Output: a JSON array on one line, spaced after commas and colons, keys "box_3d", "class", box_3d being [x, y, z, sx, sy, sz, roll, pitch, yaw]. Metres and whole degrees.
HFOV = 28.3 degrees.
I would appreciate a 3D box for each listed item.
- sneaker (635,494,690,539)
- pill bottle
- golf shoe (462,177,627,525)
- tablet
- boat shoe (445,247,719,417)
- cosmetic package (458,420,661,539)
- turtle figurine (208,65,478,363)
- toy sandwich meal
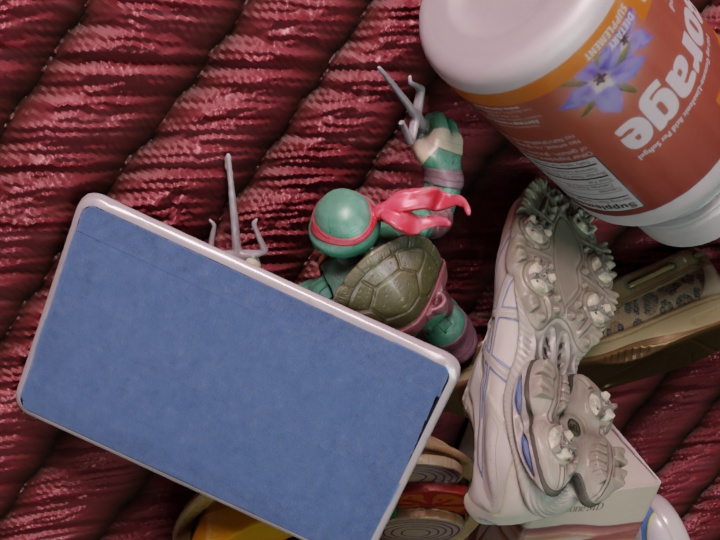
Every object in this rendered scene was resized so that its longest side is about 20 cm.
[{"box_3d": [0.169, 0.248, 1.011, 0.104, 0.076, 0.201, -11, 127, -23], "class": "sneaker"}, {"box_3d": [0.128, -0.093, 0.720, 0.112, 0.112, 0.200, -48, 132, 8], "class": "pill bottle"}, {"box_3d": [0.084, 0.042, 0.769, 0.078, 0.201, 0.097, 29, 138, -25], "class": "golf shoe"}, {"box_3d": [-0.064, 0.056, 0.701, 0.199, 0.014, 0.131, 25, 115, 1], "class": "tablet"}, {"box_3d": [0.134, 0.038, 0.861, 0.199, 0.063, 0.073, -12, 153, -20], "class": "boat shoe"}, {"box_3d": [0.101, 0.191, 0.923, 0.103, 0.087, 0.201, 0, 122, -29], "class": "cosmetic package"}, {"box_3d": [0.000, 0.000, 0.725, 0.149, 0.101, 0.201, -24, 141, -1], "class": "turtle figurine"}, {"box_3d": [-0.019, 0.162, 0.808, 0.203, 0.071, 0.206, -8, 144, -6], "class": "toy sandwich meal"}]
